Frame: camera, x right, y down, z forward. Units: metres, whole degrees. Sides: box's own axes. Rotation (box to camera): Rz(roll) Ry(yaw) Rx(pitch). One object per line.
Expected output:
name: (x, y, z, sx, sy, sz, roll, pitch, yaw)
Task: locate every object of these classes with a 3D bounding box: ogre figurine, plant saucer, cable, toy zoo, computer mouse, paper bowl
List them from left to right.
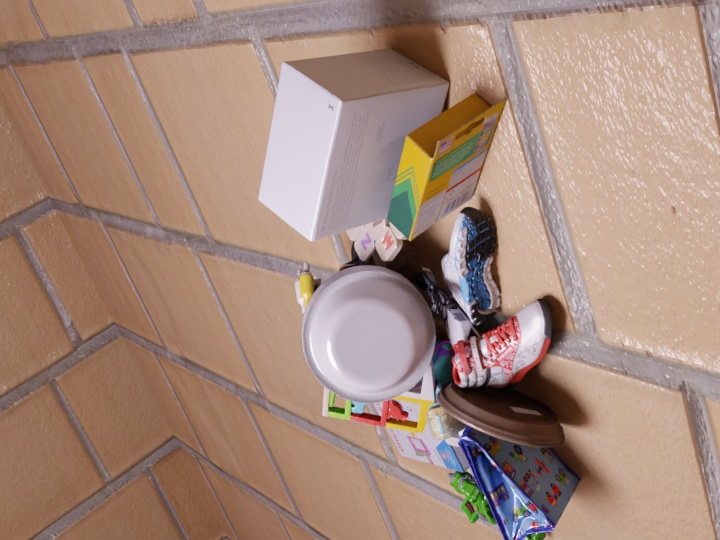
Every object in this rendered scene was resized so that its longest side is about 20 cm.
cable: (-0.082, 0.091, 1.537, 0.097, 0.050, 0.201, 97, 172, -57)
paper bowl: (0.012, 0.098, 1.402, 0.202, 0.200, 0.104, 61, -179, -10)
toy zoo: (0.040, 0.191, 1.508, 0.198, 0.020, 0.132, 10, 116, 8)
computer mouse: (0.144, 0.085, 1.432, 0.200, 0.044, 0.110, 52, -179, -31)
ogre figurine: (0.227, 0.403, 1.647, 0.120, 0.199, 0.099, 24, 98, 62)
plant saucer: (0.212, 0.207, 1.409, 0.199, 0.199, 0.030, 27, 104, 44)

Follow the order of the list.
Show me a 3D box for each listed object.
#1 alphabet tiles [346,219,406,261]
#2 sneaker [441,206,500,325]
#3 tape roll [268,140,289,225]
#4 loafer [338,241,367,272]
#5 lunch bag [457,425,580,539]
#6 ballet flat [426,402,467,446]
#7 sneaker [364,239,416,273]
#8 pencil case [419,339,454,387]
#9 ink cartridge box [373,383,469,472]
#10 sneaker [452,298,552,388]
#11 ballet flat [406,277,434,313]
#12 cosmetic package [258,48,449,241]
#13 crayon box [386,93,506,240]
alphabet tiles: (0.019, -0.118, 1.417, 0.196, 0.014, 0.201, -55, 51, 41)
sneaker: (0.146, -0.014, 1.365, 0.087, 0.075, 0.201, 38, 149, 41)
tape roll: (-0.070, -0.165, 1.466, 0.202, 0.070, 0.204, 17, 110, 56)
loafer: (0.000, 0.000, 1.530, 0.200, 0.072, 0.073, -105, 31, -59)
lunch bag: (0.230, 0.291, 1.451, 0.094, 0.150, 0.201, -34, 88, 32)
ballet flat: (0.166, 0.250, 1.509, 0.071, 0.071, 0.200, 37, -171, 32)
sneaker: (0.025, -0.080, 1.503, 0.071, 0.075, 0.201, 112, 142, -63)
pencil case: (0.083, 0.139, 1.619, 0.199, 0.085, 0.093, 15, 147, 51)
ink cartridge box: (0.123, 0.268, 1.698, 0.199, 0.084, 0.145, -2, 119, 60)
sneaker: (0.196, 0.111, 1.354, 0.202, 0.107, 0.068, 109, 157, -53)
ballet flat: (0.047, 0.039, 1.591, 0.199, 0.063, 0.069, 24, 138, 45)
cosmetic package: (-0.012, -0.170, 1.248, 0.123, 0.199, 0.201, 36, 127, 31)
crayon box: (0.108, -0.142, 1.222, 0.052, 0.125, 0.201, 45, 151, 20)
